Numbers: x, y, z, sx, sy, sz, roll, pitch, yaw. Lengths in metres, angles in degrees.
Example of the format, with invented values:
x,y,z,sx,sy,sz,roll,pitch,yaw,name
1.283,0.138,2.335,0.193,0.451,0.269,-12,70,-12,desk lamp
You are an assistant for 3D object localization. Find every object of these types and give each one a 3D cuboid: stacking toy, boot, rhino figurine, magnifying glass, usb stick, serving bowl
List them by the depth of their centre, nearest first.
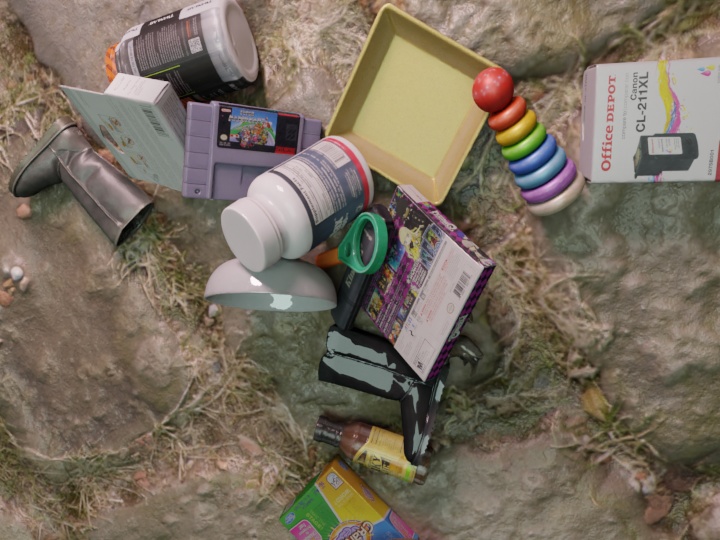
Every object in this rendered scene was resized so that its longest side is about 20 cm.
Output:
x,y,z,sx,sy,sz,roll,pitch,yaw,name
0.213,-0.175,0.795,0.084,0.086,0.202,-31,109,17,stacking toy
-0.018,-0.028,0.868,0.022,0.199,0.083,3,80,-26,magnifying glass
0.000,0.000,0.888,0.032,0.056,0.204,4,126,-26,usb stick
-0.129,0.016,0.896,0.193,0.200,0.068,-1,78,12,serving bowl
0.128,0.066,0.906,0.086,0.060,0.205,-20,98,32,rhino figurine
0.024,0.188,0.944,0.194,0.066,0.170,18,81,4,boot
-0.456,-0.121,0.996,0.181,0.073,0.201,-40,99,20,boot

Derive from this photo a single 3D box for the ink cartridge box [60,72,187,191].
x,y,z,sx,sy,sz,roll,pitch,yaw,name
-0.309,-0.196,0.886,0.169,0.202,0.044,17,64,22,ink cartridge box

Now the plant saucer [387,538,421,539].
x,y,z,sx,sy,sz,roll,pitch,yaw,name
0.066,0.530,1.018,0.193,0.030,0.206,-1,117,-3,plant saucer

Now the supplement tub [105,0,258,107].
x,y,z,sx,sy,sz,roll,pitch,yaw,name
-0.255,-0.302,0.871,0.194,0.123,0.127,-12,101,14,supplement tub

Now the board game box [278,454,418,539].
x,y,z,sx,sy,sz,roll,pitch,yaw,name
-0.021,0.441,1.042,0.200,0.040,0.153,43,108,0,board game box

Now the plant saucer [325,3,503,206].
x,y,z,sx,sy,sz,roll,pitch,yaw,name
0.076,-0.228,0.855,0.196,0.048,0.204,30,108,5,plant saucer

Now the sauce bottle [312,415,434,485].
x,y,z,sx,sy,sz,roll,pitch,yaw,name
0.019,0.286,0.985,0.194,0.065,0.067,16,107,10,sauce bottle

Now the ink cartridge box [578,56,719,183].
x,y,z,sx,sy,sz,roll,pitch,yaw,name
0.389,-0.189,0.776,0.193,0.083,0.151,0,104,12,ink cartridge box

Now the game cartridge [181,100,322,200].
x,y,z,sx,sy,sz,roll,pitch,yaw,name
-0.152,-0.165,0.869,0.194,0.038,0.134,0,111,-29,game cartridge

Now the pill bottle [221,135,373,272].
x,y,z,sx,sy,sz,roll,pitch,yaw,name
-0.084,-0.087,0.819,0.118,0.199,0.122,31,141,30,pill bottle

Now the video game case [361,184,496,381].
x,y,z,sx,sy,sz,roll,pitch,yaw,name
0.080,0.017,0.849,0.182,0.035,0.204,46,130,34,video game case
